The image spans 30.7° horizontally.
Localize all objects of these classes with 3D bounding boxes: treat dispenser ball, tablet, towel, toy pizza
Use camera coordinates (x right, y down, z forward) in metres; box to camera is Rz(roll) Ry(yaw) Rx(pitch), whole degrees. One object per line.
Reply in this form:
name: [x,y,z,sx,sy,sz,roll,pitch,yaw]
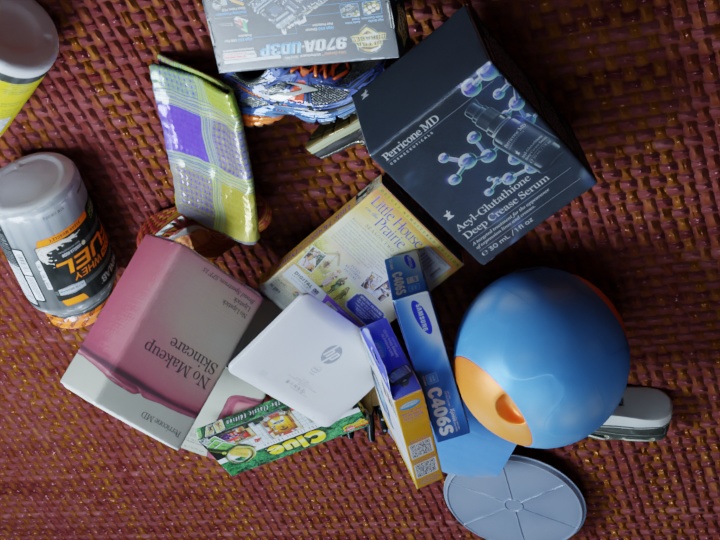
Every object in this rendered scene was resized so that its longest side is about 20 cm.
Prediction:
treat dispenser ball: [0.203,0.098,1.475,0.198,0.202,0.202,10,136,9]
tablet: [-0.051,0.109,1.532,0.130,0.014,0.200,-44,138,9]
towel: [-0.172,-0.129,1.451,0.143,0.023,0.202,28,136,36]
toy pizza: [0.213,0.312,1.806,0.198,0.032,0.202,10,134,10]

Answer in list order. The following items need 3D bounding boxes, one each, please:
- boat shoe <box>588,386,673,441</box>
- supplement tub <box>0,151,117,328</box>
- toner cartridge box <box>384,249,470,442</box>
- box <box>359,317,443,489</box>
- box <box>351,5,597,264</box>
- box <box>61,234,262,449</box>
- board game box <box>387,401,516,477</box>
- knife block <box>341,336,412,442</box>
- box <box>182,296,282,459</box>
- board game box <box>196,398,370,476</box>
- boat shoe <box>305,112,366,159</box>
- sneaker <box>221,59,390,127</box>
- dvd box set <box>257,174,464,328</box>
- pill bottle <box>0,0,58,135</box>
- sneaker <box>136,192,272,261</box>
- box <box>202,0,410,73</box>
boat shoe: [0.284,0.179,1.623,0.197,0.071,0.064,7,134,10]
supplement tub: [-0.372,-0.033,1.601,0.121,0.123,0.201,1,134,18]
toner cartridge box: [0.077,0.087,1.500,0.043,0.095,0.202,-17,120,3]
box: [0.047,0.149,1.531,0.041,0.120,0.201,-20,137,-7]
box: [0.113,-0.130,1.297,0.148,0.108,0.200,-36,128,18]
box: [-0.225,0.079,1.495,0.127,0.201,0.109,34,169,-32]
board game box: [0.126,0.184,1.662,0.156,0.039,0.201,20,137,1]
knife block: [-0.023,0.134,1.687,0.200,0.064,0.175,41,131,-21]
box: [-0.170,0.136,1.694,0.108,0.129,0.201,20,137,-3]
board game box: [-0.095,0.196,1.649,0.198,0.024,0.105,-22,142,10]
boat shoe: [0.028,-0.158,1.376,0.199,0.074,0.065,-25,117,36]
sneaker: [-0.063,-0.201,1.368,0.198,0.076,0.079,-5,128,21]
dvd box set: [0.000,0.000,1.523,0.200,0.030,0.146,-40,115,21]
pill bottle: [-0.423,-0.211,1.449,0.114,0.115,0.200,35,134,-17]
sneaker: [-0.177,-0.050,1.570,0.198,0.074,0.077,-11,145,36]
box: [-0.061,-0.282,1.278,0.198,0.046,0.161,-2,117,20]
